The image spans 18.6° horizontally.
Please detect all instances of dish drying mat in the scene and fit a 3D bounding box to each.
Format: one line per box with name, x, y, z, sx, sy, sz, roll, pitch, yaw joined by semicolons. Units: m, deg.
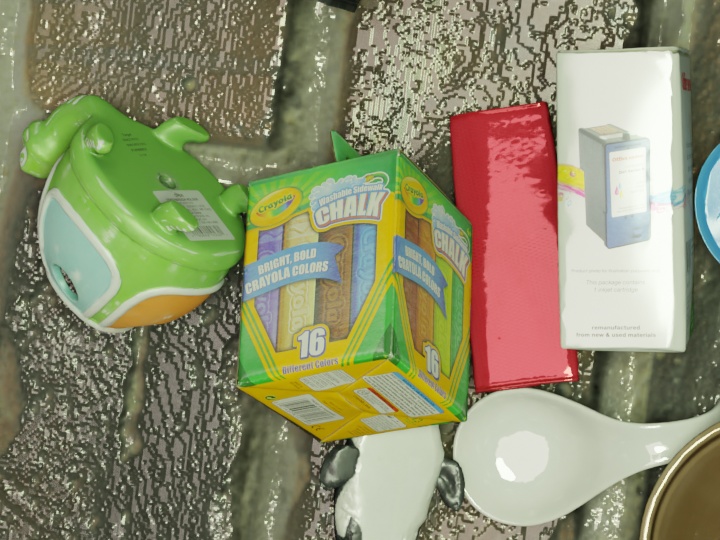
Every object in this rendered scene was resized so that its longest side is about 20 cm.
dish drying mat;0.109;-0.017;1.564;0.076;0.018;0.201;-7;83;11

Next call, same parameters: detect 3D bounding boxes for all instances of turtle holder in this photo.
turtle holder;-0.176;-0.040;1.571;0.185;0.141;0.132;36;116;-3

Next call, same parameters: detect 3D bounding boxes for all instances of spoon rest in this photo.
spoon rest;0.163;0.125;1.556;0.199;0.061;0.100;-10;91;10

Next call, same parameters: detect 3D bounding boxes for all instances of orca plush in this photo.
orca plush;0.020;0.171;1.588;0.105;0.071;0.201;-10;97;-12

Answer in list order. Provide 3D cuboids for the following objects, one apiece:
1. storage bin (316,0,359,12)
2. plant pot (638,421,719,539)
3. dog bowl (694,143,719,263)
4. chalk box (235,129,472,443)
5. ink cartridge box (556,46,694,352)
storage bin;-0.081;-0.266;1.539;0.199;0.135;0.094;27;98;8
plant pot;0.291;0.196;1.511;0.200;0.093;0.202;-1;82;6
dog bowl;0.325;-0.065;1.490;0.199;0.050;0.112;-27;84;19
chalk box;0.000;0.000;1.518;0.123;0.124;0.201;-10;62;27
ink cartridge box;0.183;-0.051;1.498;0.087;0.145;0.201;1;94;11
